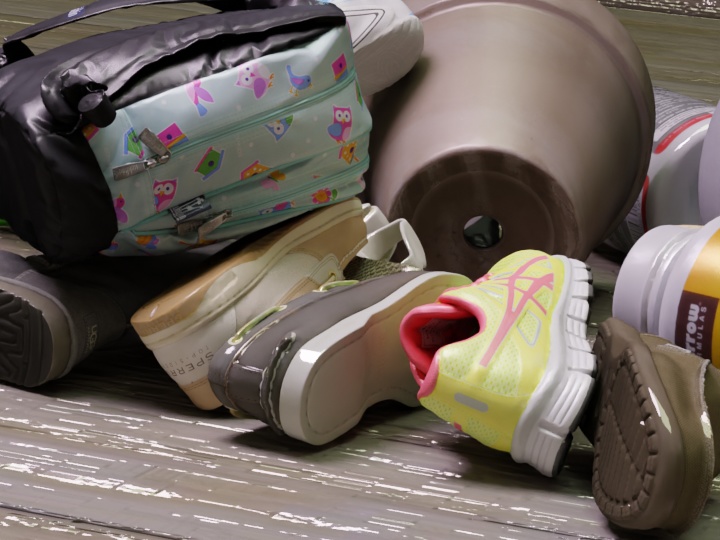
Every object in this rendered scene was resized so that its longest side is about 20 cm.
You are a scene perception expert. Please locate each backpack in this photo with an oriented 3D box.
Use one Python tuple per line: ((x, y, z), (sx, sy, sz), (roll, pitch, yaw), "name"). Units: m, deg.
((-0.094, -0.076, 1.552), (0.200, 0.127, 0.167), (-18, 23, -20), "backpack")

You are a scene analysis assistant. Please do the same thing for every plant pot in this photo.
((0.079, -0.060, 1.782), (0.200, 0.200, 0.174), (5, 27, 3), "plant pot")

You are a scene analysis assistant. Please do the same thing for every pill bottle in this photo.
((0.230, 0.031, 1.515), (0.200, 0.109, 0.109), (14, 14, 41), "pill bottle")
((0.201, -0.062, 1.970), (0.114, 0.114, 0.200), (0, 12, -21), "pill bottle")

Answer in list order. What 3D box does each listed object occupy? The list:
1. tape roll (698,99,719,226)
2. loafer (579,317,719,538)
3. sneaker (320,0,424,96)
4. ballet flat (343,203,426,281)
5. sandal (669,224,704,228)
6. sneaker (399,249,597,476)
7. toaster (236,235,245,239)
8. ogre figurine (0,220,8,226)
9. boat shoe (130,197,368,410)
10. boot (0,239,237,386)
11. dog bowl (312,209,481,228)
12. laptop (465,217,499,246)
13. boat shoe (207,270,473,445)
((0.300, -0.051, 1.727), (0.200, 0.201, 0.066), (0, 11, -21), "tape roll")
((0.144, 0.069, 1.369), (0.067, 0.076, 0.200), (12, 16, -5), "loafer")
((-0.047, -0.117, 1.701), (0.072, 0.072, 0.200), (34, 39, 27), "sneaker")
((0.000, 0.000, 1.668), (0.068, 0.075, 0.200), (40, -2, -22), "ballet flat")
((0.256, -0.002, 1.652), (0.211, 0.078, 0.070), (14, 46, -9), "sandal")
((0.064, 0.031, 1.463), (0.090, 0.078, 0.200), (18, 15, -5), "sneaker")
((-0.103, -0.059, 1.793), (0.113, 0.129, 0.200), (8, 12, 15), "toaster")
((-0.186, -0.070, 1.891), (0.120, 0.098, 0.200), (0, -2, 40), "ogre figurine")
((-0.049, 0.019, 1.548), (0.074, 0.069, 0.200), (-22, 7, 34), "boat shoe")
((-0.155, 0.005, 1.598), (0.182, 0.073, 0.200), (27, 28, 29), "boot")
((0.014, -0.115, 1.901), (0.200, 0.200, 0.059), (5, 22, 5), "dog bowl")
((0.001, -0.037, 2.035), (0.177, 0.103, 0.200), (3, 37, -3), "laptop")
((-0.004, 0.037, 1.494), (0.060, 0.072, 0.202), (14, 17, 26), "boat shoe")
